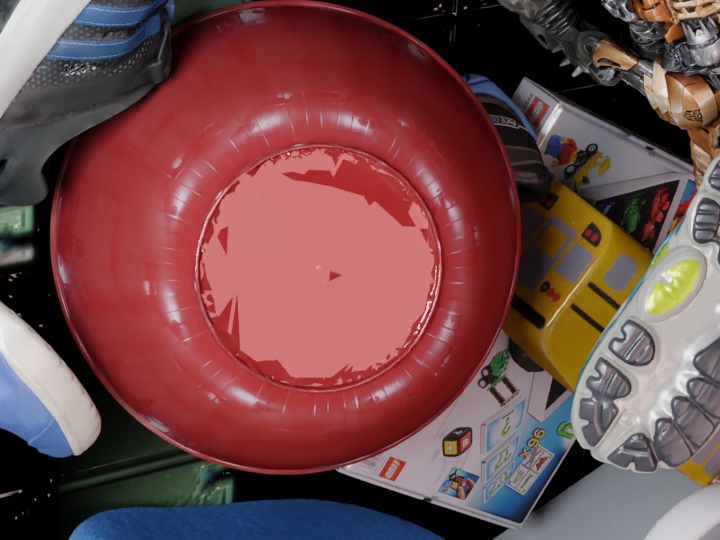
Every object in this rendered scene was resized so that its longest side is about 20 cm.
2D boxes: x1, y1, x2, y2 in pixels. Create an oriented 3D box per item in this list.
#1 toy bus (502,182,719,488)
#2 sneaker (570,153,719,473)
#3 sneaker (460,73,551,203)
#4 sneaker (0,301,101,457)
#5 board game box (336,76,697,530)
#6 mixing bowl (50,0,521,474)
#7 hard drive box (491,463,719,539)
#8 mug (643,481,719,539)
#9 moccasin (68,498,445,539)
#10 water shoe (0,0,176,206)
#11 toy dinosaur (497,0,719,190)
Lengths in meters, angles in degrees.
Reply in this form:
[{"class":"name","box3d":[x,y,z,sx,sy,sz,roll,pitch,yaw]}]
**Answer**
[{"class":"toy bus","box3d":[0.135,0.042,1.160,0.200,0.065,0.078,35,93,-41]},{"class":"sneaker","box3d":[0.156,-0.004,1.059,0.077,0.080,0.200,40,96,-6]},{"class":"sneaker","box3d":[0.000,0.000,1.075,0.200,0.083,0.071,-41,165,-6]},{"class":"sneaker","box3d":[-0.197,0.035,0.976,0.111,0.077,0.200,-48,127,-8]},{"class":"board game box","box3d":[0.076,0.020,1.174,0.126,0.035,0.200,22,103,-40]},{"class":"mixing bowl","box3d":[-0.022,-0.008,0.991,0.199,0.108,0.201,-1,96,-9]},{"class":"hard drive box","box3d":[0.117,0.199,1.280,0.200,0.077,0.156,-34,130,-12]},{"class":"mug","box3d":[0.170,0.196,1.171,0.175,0.147,0.201,-16,112,-34]},{"class":"moccasin","box3d":[-0.047,0.149,1.156,0.199,0.081,0.068,7,118,-20]},{"class":"water shoe","box3d":[-0.101,-0.111,0.963,0.200,0.072,0.079,-45,138,14]},{"class":"toy dinosaur","box3d":[0.133,-0.101,1.066,0.102,0.136,0.200,-19,135,-27]}]
